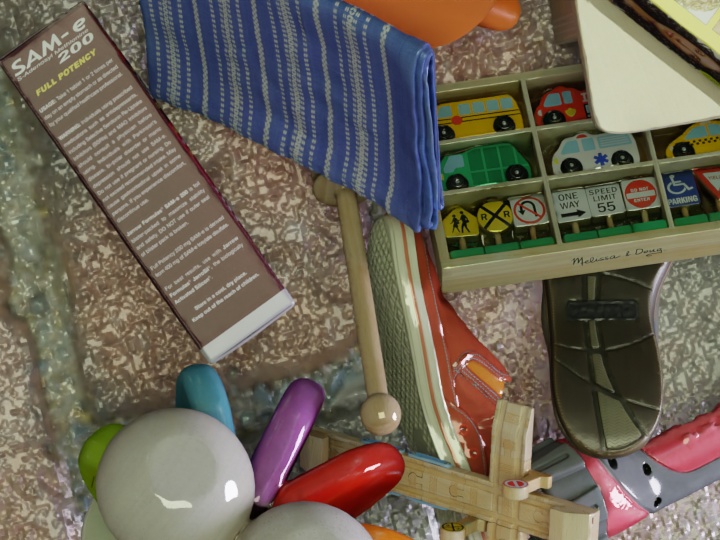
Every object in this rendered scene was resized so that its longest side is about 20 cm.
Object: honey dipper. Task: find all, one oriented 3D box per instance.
[{"bbox_3d":[0.000,0.000,1.562,0.038,0.038,0.201,-7,58,-4],"label":"honey dipper"}]

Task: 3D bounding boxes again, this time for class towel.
[{"bbox_3d":[-0.041,-0.106,1.526,0.199,0.145,0.024,26,58,23],"label":"towel"}]

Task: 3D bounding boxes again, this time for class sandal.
[{"bbox_3d":[0.141,0.021,1.595,0.081,0.055,0.201,1,60,1],"label":"sandal"}]

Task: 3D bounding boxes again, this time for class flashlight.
[{"bbox_3d":[0.178,0.095,1.597,0.199,0.068,0.068,-26,72,-20],"label":"flashlight"}]

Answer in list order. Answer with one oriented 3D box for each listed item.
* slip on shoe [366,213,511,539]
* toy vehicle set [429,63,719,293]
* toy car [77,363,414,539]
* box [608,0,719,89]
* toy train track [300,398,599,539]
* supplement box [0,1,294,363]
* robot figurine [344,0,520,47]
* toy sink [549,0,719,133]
[{"bbox_3d":[0.051,0.060,1.609,0.061,0.074,0.201,-22,97,-17],"label":"slip on shoe"},{"bbox_3d":[0.132,-0.059,1.596,0.199,0.027,0.125,-9,58,-5],"label":"toy vehicle set"},{"bbox_3d":[-0.051,0.130,1.526,0.199,0.175,0.150,35,69,5],"label":"toy car"},{"bbox_3d":[0.218,-0.111,1.501,0.200,0.075,0.050,37,87,-4],"label":"box"},{"bbox_3d":[0.040,0.122,1.562,0.199,0.032,0.116,14,110,37],"label":"toy train track"},{"bbox_3d":[-0.118,-0.049,1.569,0.061,0.109,0.201,-36,95,-2],"label":"supplement box"},{"bbox_3d":[0.008,-0.192,1.548,0.199,0.117,0.144,23,128,-38],"label":"robot figurine"},{"bbox_3d":[0.170,-0.183,1.586,0.129,0.112,0.201,-11,92,-3],"label":"toy sink"}]
